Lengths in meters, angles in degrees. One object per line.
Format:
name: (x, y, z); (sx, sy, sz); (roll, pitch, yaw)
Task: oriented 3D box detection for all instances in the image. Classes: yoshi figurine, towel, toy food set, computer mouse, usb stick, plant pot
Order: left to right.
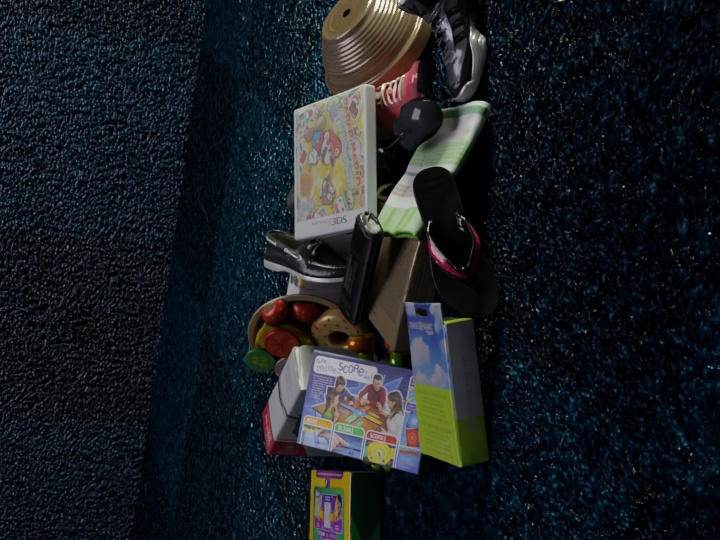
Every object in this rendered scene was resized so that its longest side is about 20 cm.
toy food set: (-0.091, 0.120, 1.694); (0.049, 0.197, 0.199); (-86, 18, -48)
usb stick: (0.000, 0.000, 1.443); (0.056, 0.032, 0.201); (56, 151, 32)
plant pot: (0.007, -0.360, 1.553); (0.199, 0.093, 0.203); (-30, 39, 27)
yoshi figurine: (0.027, 0.195, 1.482); (0.112, 0.111, 0.204); (-2, 91, 59)
computer mouse: (0.046, -0.180, 1.424); (0.059, 0.034, 0.199); (53, 141, -2)
towel: (0.091, -0.135, 1.373); (0.202, 0.030, 0.149); (-60, 18, -9)

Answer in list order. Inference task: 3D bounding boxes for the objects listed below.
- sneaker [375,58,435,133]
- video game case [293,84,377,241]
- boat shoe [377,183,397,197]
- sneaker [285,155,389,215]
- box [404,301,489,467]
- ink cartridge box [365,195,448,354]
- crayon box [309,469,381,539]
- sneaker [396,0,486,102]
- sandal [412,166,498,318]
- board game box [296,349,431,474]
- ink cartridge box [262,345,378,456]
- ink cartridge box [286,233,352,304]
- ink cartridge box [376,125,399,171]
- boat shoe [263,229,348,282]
sneaker: (0.055, -0.239, 1.461); (0.200, 0.085, 0.075); (107, 173, -74)
video game case: (-0.040, -0.153, 1.500); (0.181, 0.023, 0.204); (-8, 80, 51)
boat shoe: (0.022, -0.049, 1.595); (0.066, 0.073, 0.203); (-128, 46, -54)
sneaker: (-0.052, -0.128, 1.594); (0.198, 0.090, 0.077); (-21, 96, 40)
box: (0.108, 0.139, 1.308); (0.122, 0.047, 0.204); (177, 86, -70)
ink cartridge box: (0.063, 0.003, 1.469); (0.200, 0.074, 0.167); (-128, 47, -61)
crayon box: (-0.026, 0.410, 1.641); (0.200, 0.057, 0.176); (156, 116, -68)
sneaker: (0.106, -0.329, 1.375); (0.075, 0.112, 0.204); (161, 112, -68)
sandal: (0.114, -0.035, 1.270); (0.045, 0.074, 0.203); (92, 158, -83)
board game box: (0.012, 0.195, 1.427); (0.197, 0.034, 0.138); (9, 86, 29)
ink cartridge box: (-0.064, 0.216, 1.662); (0.201, 0.143, 0.084); (118, 151, -46)
ink cartridge box: (-0.055, 0.001, 1.731); (0.068, 0.113, 0.203); (-133, 52, -64)
ink cartridge box: (0.003, -0.228, 1.670); (0.145, 0.083, 0.202); (-113, 35, -52)
boat shoe: (-0.083, -0.024, 1.620); (0.198, 0.075, 0.061); (10, 108, 38)
